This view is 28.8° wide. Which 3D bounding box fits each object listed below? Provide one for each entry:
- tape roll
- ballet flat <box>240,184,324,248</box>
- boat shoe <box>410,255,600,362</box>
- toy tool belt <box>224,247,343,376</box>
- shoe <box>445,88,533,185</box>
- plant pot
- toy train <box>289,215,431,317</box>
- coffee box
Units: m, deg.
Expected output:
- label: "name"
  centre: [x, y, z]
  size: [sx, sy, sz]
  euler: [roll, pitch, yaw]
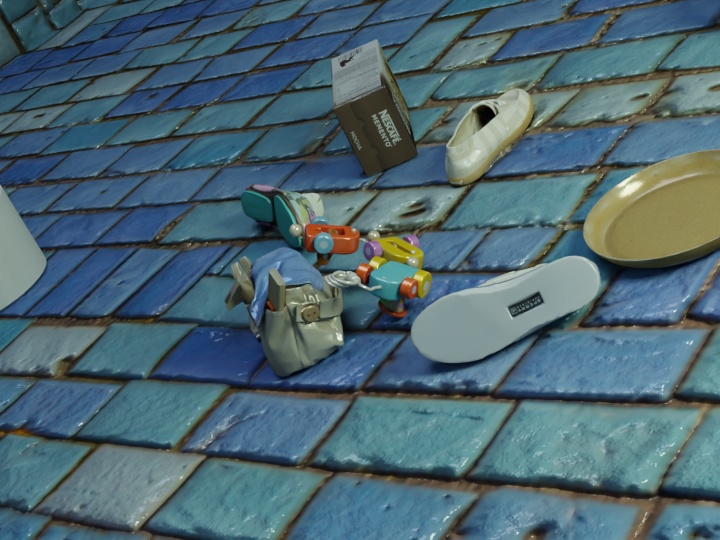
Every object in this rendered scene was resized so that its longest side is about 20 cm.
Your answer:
- label: "tape roll"
  centre: [-0.599, -0.022, 2.138]
  size: [0.202, 0.140, 0.203]
  euler: [-22, 26, 12]
- label: "ballet flat"
  centre: [-0.092, -0.081, 1.856]
  size: [0.071, 0.070, 0.200]
  euler: [-16, 20, -23]
- label: "boat shoe"
  centre: [0.147, 0.036, 1.410]
  size: [0.199, 0.071, 0.070]
  euler: [-25, -2, 13]
- label: "toy tool belt"
  centre: [-0.090, 0.022, 1.583]
  size: [0.124, 0.123, 0.200]
  euler: [-30, 25, -5]
- label: "shoe"
  centre: [0.164, -0.185, 1.803]
  size: [0.070, 0.054, 0.200]
  euler: [-5, 34, 39]
- label: "plant pot"
  centre: [0.328, -0.060, 1.444]
  size: [0.199, 0.028, 0.200]
  euler: [-22, 25, 11]
- label: "toy train"
  centre: [0.000, 0.000, 1.572]
  size: [0.149, 0.056, 0.200]
  euler: [2, 22, -11]
- label: "coffee box"
  centre: [0.017, -0.229, 1.960]
  size: [0.079, 0.113, 0.200]
  euler: [-23, 27, 9]
